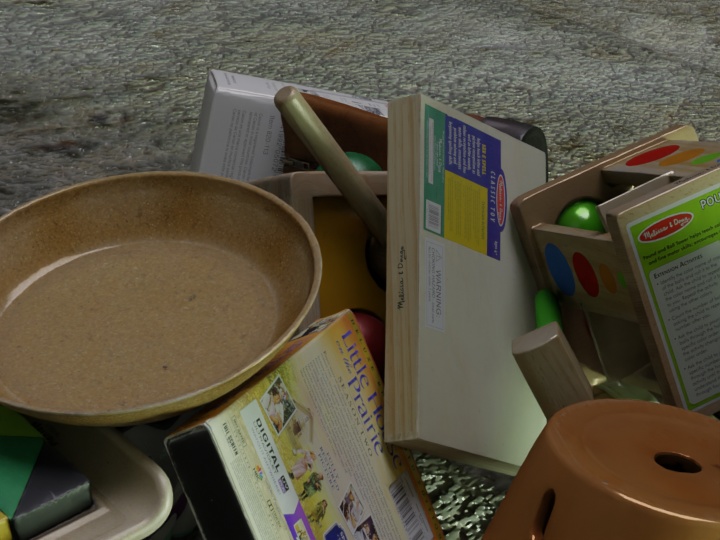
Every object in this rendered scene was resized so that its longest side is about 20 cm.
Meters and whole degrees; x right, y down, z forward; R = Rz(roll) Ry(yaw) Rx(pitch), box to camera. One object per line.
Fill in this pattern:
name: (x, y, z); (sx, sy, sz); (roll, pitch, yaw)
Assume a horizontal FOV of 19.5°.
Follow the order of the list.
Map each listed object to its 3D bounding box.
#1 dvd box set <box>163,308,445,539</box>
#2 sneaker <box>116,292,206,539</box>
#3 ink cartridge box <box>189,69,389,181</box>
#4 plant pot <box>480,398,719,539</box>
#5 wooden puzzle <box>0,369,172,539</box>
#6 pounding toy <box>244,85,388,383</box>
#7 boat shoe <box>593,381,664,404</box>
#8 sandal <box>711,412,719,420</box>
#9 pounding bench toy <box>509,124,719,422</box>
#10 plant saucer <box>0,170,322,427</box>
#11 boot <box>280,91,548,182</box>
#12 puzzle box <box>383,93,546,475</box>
dvd box set: (-0.023, 0.116, 1.086); (0.029, 0.146, 0.200); (-19, 9, 24)
sneaker: (-0.100, 0.072, 1.139); (0.078, 0.140, 0.200); (18, 21, 10)
ink cartridge box: (-0.023, -0.052, 1.511); (0.200, 0.147, 0.083); (10, 14, -10)
plant pot: (0.144, 0.156, 1.068); (0.200, 0.140, 0.200); (11, 20, -4)
wooden puzzle: (-0.217, 0.109, 1.006); (0.200, 0.037, 0.185); (-29, 40, -25)
pounding toy: (0.000, 0.000, 1.248); (0.184, 0.200, 0.142); (-2, -3, -34)
boat shoe: (0.196, 0.143, 1.262); (0.076, 0.072, 0.200); (-39, 56, -23)
sandal: (0.256, 0.085, 1.374); (0.201, 0.057, 0.080); (31, 26, 20)
pounding bench toy: (0.149, 0.011, 1.193); (0.200, 0.124, 0.156); (-24, 13, -17)
plant saucer: (-0.117, 0.020, 1.065); (0.200, 0.035, 0.200); (-5, 37, 4)
boot: (0.024, -0.018, 1.398); (0.200, 0.189, 0.068); (8, 22, 32)
puzzle box: (0.062, 0.011, 1.206); (0.025, 0.200, 0.133); (-10, -19, 36)
